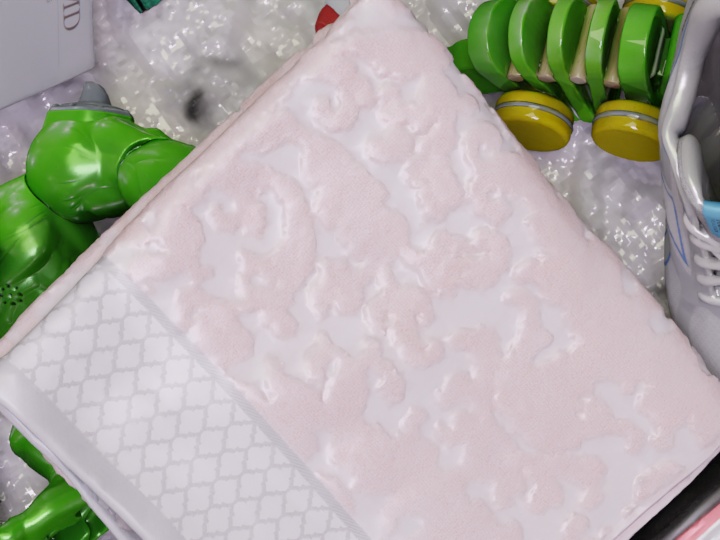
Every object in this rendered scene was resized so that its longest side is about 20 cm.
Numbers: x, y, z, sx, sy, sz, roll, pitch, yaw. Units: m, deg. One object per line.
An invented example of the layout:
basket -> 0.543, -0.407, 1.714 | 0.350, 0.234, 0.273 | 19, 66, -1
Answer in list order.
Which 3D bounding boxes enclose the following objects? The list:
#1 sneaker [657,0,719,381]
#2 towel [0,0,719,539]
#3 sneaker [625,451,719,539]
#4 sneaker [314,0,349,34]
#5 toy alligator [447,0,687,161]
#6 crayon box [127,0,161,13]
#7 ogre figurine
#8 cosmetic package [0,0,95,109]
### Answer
sneaker -> 0.126, -0.023, 0.761 | 0.075, 0.201, 0.087 | 6, 32, 23
towel -> 0.003, 0.040, 0.750 | 0.191, 0.032, 0.200 | -43, 104, -10
sneaker -> 0.106, 0.139, 0.787 | 0.200, 0.074, 0.087 | -45, 95, -7
sneaker -> 0.000, 0.000, 0.825 | 0.112, 0.071, 0.201 | -25, 76, -3
toy alligator -> 0.108, -0.076, 0.817 | 0.199, 0.054, 0.060 | 7, 71, 25
crayon box -> -0.056, -0.215, 0.896 | 0.200, 0.058, 0.119 | -43, 74, -5
ogre figurine -> -0.109, 0.023, 0.818 | 0.120, 0.098, 0.200 | 49, 128, 28
cosmetic package -> -0.189, -0.093, 0.803 | 0.074, 0.102, 0.200 | 29, 43, 34
